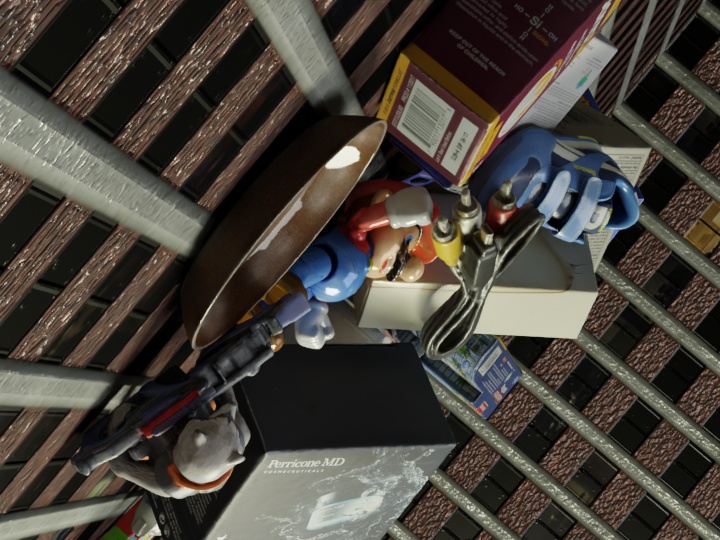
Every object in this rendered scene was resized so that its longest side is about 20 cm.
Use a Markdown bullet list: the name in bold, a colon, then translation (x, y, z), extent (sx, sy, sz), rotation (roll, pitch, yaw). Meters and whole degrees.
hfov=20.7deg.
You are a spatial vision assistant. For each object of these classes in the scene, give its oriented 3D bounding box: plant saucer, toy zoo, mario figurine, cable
- **plant saucer**: translation (-0.058, -0.033, 1.323), extent (0.200, 0.034, 0.200), rotation (-48, 174, -7)
- **toy zoo**: translation (-0.217, 0.251, 1.924), extent (0.200, 0.020, 0.131), rotation (-45, 172, -40)
- **mario figurine**: translation (0.000, 0.000, 1.552), extent (0.123, 0.106, 0.200), rotation (-3, -157, 47)
- **cable**: translation (0.092, -0.004, 1.600), extent (0.097, 0.050, 0.200), rotation (-25, 156, -21)

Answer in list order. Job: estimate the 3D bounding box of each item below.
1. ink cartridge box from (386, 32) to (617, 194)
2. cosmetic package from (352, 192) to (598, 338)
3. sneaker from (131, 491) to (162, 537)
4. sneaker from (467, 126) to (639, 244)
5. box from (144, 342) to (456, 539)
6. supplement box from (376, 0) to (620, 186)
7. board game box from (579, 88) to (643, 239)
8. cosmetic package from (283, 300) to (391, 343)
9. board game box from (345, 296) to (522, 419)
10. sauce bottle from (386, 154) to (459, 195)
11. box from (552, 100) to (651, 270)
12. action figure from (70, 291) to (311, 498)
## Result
- **ink cartridge box**: translation (0.109, -0.135, 1.622), extent (0.200, 0.076, 0.136), rotation (-53, 162, 12)
- **cosmetic package**: translation (0.094, -0.005, 1.692), extent (0.073, 0.199, 0.104), rotation (108, -20, -51)
- **sneaker**: translation (-0.159, 0.225, 1.876), extent (0.082, 0.075, 0.200), rotation (-50, 152, 6)
- **sneaker**: translation (0.164, -0.067, 1.629), extent (0.199, 0.082, 0.074), rotation (-6, 138, -50)
- **box**: translation (-0.057, 0.165, 1.715), extent (0.196, 0.118, 0.200), rotation (1, 140, -33)
- **supplement box**: translation (0.111, -0.173, 1.448), extent (0.200, 0.086, 0.110), rotation (-48, 173, -23)
- **board game box**: translation (0.198, -0.108, 1.989), extent (0.045, 0.201, 0.135), rotation (0, 143, -31)
- **cosmetic package**: translation (-0.048, 0.094, 1.897), extent (0.200, 0.090, 0.107), rotation (-49, 175, -41)
- **board game box**: translation (0.047, 0.040, 1.817), extent (0.062, 0.200, 0.200), rotation (-50, 164, -3)
- **sauce bottle**: translation (0.106, -0.135, 1.743), extent (0.200, 0.066, 0.066), rotation (-49, 174, -7)
- **box**: translation (0.162, -0.054, 1.837), extent (0.128, 0.109, 0.201), rotation (-2, 122, -49)
- **action figure**: translation (-0.104, 0.103, 1.413), extent (0.200, 0.105, 0.193), rotation (-35, -169, -3)
